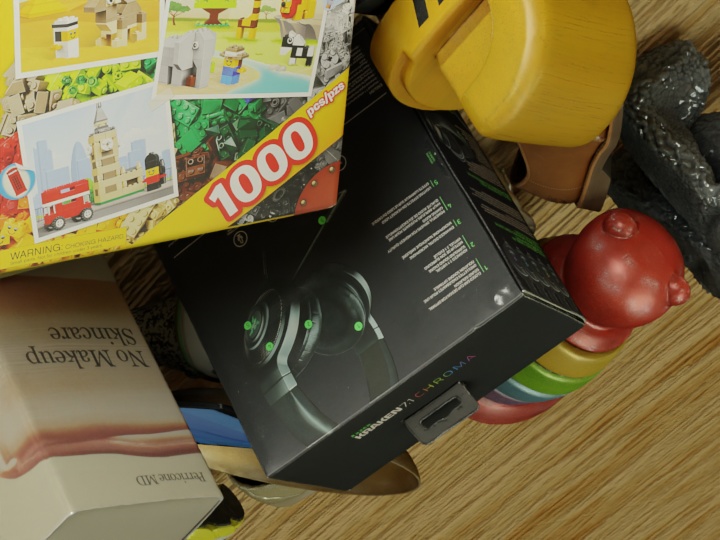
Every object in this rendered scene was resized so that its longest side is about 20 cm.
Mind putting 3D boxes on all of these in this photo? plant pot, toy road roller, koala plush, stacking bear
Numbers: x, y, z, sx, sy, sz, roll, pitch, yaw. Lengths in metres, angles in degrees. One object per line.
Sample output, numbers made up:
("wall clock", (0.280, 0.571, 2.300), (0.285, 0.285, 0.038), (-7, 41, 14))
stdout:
("plant pot", (-0.056, 0.114, 1.127), (0.199, 0.028, 0.200), (9, 162, 3))
("toy road roller", (0.085, -0.149, 0.786), (0.123, 0.146, 0.200), (0, 143, -47))
("koala plush", (0.289, -0.087, 1.120), (0.200, 0.184, 0.177), (-38, 157, -9))
("stacking bear", (0.137, 0.022, 1.123), (0.114, 0.122, 0.200), (-38, -179, -39))

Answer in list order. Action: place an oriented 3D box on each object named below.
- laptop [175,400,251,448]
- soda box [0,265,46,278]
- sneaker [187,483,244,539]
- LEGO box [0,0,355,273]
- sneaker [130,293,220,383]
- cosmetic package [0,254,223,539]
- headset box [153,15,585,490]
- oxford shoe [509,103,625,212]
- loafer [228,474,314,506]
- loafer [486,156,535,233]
("laptop", (-0.136, 0.139, 0.996), (0.200, 0.103, 0.177), (-50, 153, 3))
("soda box", (-0.121, -0.058, 0.834), (0.200, 0.068, 0.064), (-16, 151, -26))
("sneaker", (-0.174, 0.215, 1.271), (0.200, 0.074, 0.085), (-3, 129, -44))
("LEGO box", (-0.106, -0.091, 0.710), (0.200, 0.077, 0.149), (-13, 123, -31))
("sneaker", (-0.092, 0.044, 1.092), (0.088, 0.077, 0.200), (-3, 164, 20))
("cosmetic package", (-0.166, 0.059, 0.849), (0.103, 0.200, 0.087), (1, 140, -49))
("headset box", (0.000, 0.000, 0.917), (0.174, 0.200, 0.093), (-38, 154, 16))
("oxford shoe", (0.124, -0.106, 1.016), (0.071, 0.071, 0.200), (7, 143, 2))
("loafer", (-0.022, 0.116, 1.245), (0.200, 0.076, 0.068), (-41, 160, 25))
("loafer", (0.066, -0.043, 1.070), (0.076, 0.068, 0.200), (-28, 171, -2))
